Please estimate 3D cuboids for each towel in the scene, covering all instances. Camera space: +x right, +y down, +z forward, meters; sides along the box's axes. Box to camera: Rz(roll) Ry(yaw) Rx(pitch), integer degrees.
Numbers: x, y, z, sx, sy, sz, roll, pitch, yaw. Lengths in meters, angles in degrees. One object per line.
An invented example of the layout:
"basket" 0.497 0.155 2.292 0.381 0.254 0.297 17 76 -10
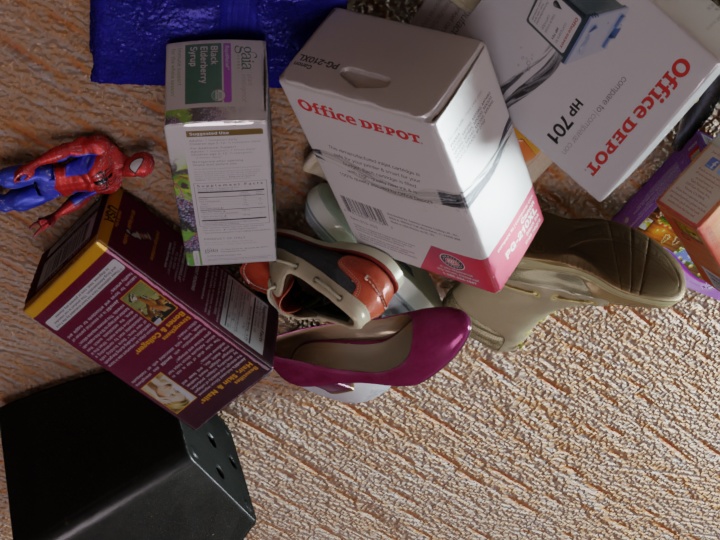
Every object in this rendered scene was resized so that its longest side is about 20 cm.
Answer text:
"towel" -0.108 -0.197 1.018 0.197 0.050 0.149 0 134 -9

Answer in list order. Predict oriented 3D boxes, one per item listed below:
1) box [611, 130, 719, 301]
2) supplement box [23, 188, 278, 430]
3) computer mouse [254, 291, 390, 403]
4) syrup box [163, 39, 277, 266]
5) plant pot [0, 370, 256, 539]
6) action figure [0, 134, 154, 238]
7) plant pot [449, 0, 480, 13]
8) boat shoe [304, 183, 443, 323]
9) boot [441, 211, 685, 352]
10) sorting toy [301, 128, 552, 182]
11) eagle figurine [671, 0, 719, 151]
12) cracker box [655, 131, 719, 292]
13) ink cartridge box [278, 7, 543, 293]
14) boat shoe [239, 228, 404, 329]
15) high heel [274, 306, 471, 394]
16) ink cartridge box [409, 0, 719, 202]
"box" 0.346 -0.040 1.257 0.198 0.039 0.137 19 129 -26
"supplement box" -0.181 0.036 1.189 0.199 0.086 0.110 39 120 -25
"computer mouse" -0.043 0.090 1.318 0.198 0.044 0.110 19 128 -26
"syrup box" -0.109 -0.089 1.070 0.080 0.080 0.201 -3 149 -2
"plant pot" -0.219 0.209 1.315 0.176 0.200 0.200 -32 132 6
"action figure" -0.269 -0.071 1.121 0.197 0.052 0.066 -13 132 1
"plant pot" 0.052 -0.300 0.865 0.199 0.201 0.174 32 106 -34
"boat shoe" 0.000 0.000 1.216 0.071 0.071 0.201 -32 134 17
"boot" 0.184 0.021 1.242 0.197 0.074 0.156 11 145 -8
"sorting toy" 0.077 -0.106 1.148 0.198 0.037 0.185 23 126 -29
"eagle figurine" 0.265 -0.186 1.060 0.153 0.150 0.200 54 151 -2
"cracker box" 0.357 -0.083 1.141 0.200 0.058 0.134 -47 134 -2
"ink cartridge box" 0.043 -0.091 1.023 0.144 0.085 0.201 20 152 33
"boat shoe" -0.047 0.012 1.155 0.199 0.063 0.071 8 141 49
"high heel" 0.003 0.063 1.208 0.199 0.068 0.095 -16 147 42
"ink cartridge box" 0.157 -0.176 0.987 0.200 0.086 0.147 43 126 8
